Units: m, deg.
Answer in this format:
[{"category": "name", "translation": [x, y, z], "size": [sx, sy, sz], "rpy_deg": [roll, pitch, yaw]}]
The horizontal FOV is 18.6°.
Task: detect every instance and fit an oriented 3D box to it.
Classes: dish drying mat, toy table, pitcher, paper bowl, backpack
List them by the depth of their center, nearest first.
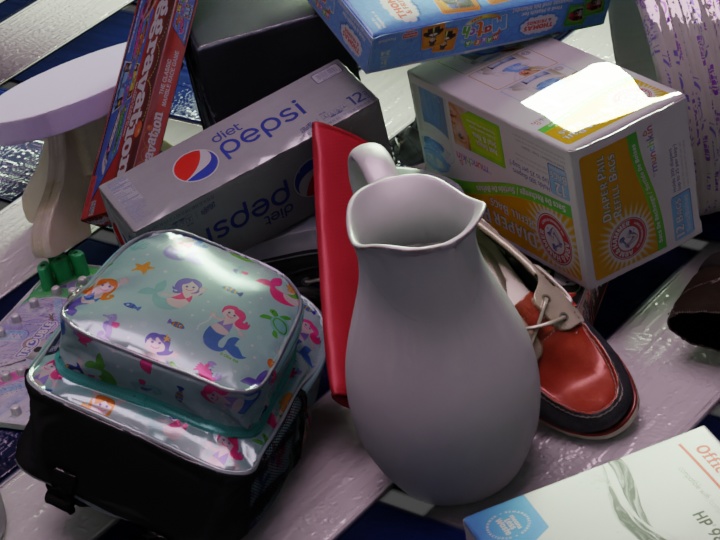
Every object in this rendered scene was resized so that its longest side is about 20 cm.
[{"category": "pitcher", "translation": [0.039, 0.030, 1.375], "size": [0.121, 0.201, 0.172], "rpy_deg": [-17, 30, -7]}, {"category": "backpack", "translation": [-0.112, 0.065, 1.423], "size": [0.177, 0.151, 0.200], "rpy_deg": [22, 31, 11]}, {"category": "dish drying mat", "translation": [0.000, 0.000, 1.472], "size": [0.018, 0.077, 0.201], "rpy_deg": [-23, 58, 37]}, {"category": "paper bowl", "translation": [0.249, -0.142, 1.583], "size": [0.104, 0.202, 0.201], "rpy_deg": [-12, 31, -2]}, {"category": "toy table", "translation": [-0.204, -0.098, 1.727], "size": [0.183, 0.118, 0.200], "rpy_deg": [5, 26, 46]}]

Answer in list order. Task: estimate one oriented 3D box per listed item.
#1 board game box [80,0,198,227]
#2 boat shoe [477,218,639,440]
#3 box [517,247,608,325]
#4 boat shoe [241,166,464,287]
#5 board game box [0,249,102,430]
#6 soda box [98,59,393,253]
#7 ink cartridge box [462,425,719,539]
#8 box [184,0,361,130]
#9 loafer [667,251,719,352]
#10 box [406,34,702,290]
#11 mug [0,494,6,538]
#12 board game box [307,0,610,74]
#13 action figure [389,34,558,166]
[{"category": "board game box", "translation": [-0.158, -0.134, 1.607], "size": [0.019, 0.201, 0.103], "rpy_deg": [18, -11, -23]}, {"category": "boat shoe", "translation": [0.107, 0.031, 1.437], "size": [0.071, 0.063, 0.200], "rpy_deg": [-35, 54, -8]}, {"category": "box", "translation": [0.113, -0.013, 1.576], "size": [0.136, 0.040, 0.200], "rpy_deg": [1, 33, 19]}, {"category": "boat shoe", "translation": [-0.019, -0.019, 1.569], "size": [0.198, 0.068, 0.074], "rpy_deg": [-13, 42, 3]}, {"category": "board game box", "translation": [-0.191, 0.048, 1.599], "size": [0.199, 0.026, 0.200], "rpy_deg": [5, 35, 26]}, {"category": "soda box", "translation": [-0.078, -0.065, 1.534], "size": [0.199, 0.068, 0.063], "rpy_deg": [-30, 46, -14]}, {"category": "ink cartridge box", "translation": [0.172, 0.159, 1.245], "size": [0.199, 0.067, 0.116], "rpy_deg": [-20, 31, -12]}, {"category": "box", "translation": [-0.066, -0.134, 1.684], "size": [0.117, 0.201, 0.197], "rpy_deg": [-16, 30, -6]}, {"category": "loafer", "translation": [0.272, 0.053, 1.394], "size": [0.071, 0.073, 0.200], "rpy_deg": [-37, 32, -19]}, {"category": "box", "translation": [0.134, -0.083, 1.533], "size": [0.101, 0.113, 0.200], "rpy_deg": [-26, 31, -23]}, {"category": "mug", "translation": [-0.308, 0.116, 1.379], "size": [0.147, 0.176, 0.200], "rpy_deg": [-22, 31, -17]}, {"category": "board game box", "translation": [0.057, -0.214, 1.578], "size": [0.199, 0.037, 0.151], "rpy_deg": [-13, 46, -26]}, {"category": "action figure", "translation": [0.086, -0.153, 1.668], "size": [0.200, 0.069, 0.130], "rpy_deg": [-48, 1, -5]}]
